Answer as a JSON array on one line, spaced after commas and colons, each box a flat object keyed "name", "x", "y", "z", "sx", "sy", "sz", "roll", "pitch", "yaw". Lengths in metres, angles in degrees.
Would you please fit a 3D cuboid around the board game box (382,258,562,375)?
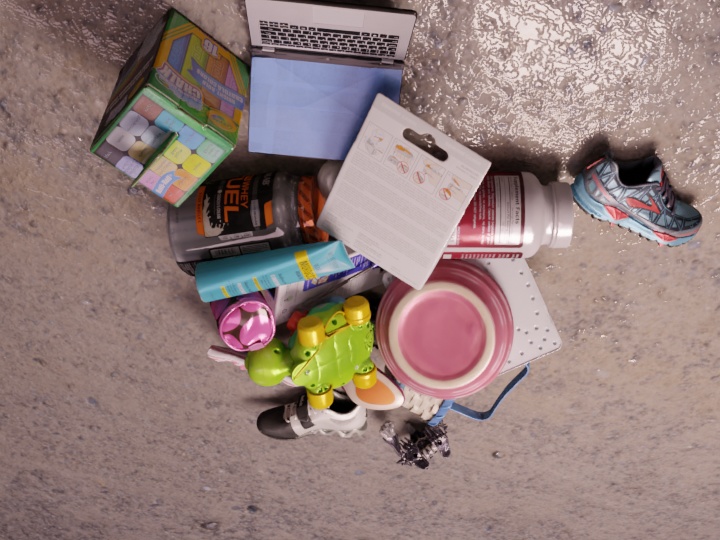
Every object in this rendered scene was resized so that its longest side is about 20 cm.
[{"name": "board game box", "x": 0.159, "y": 0.055, "z": 1.252, "sx": 0.197, "sy": 0.026, "sz": 0.203, "roll": -25, "pitch": 95, "yaw": 14}]

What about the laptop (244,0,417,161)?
[{"name": "laptop", "x": -0.040, "y": -0.212, "z": 1.006, "sx": 0.183, "sy": 0.118, "sz": 0.200, "roll": 4, "pitch": 171, "yaw": -3}]

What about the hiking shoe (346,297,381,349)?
[{"name": "hiking shoe", "x": -0.037, "y": 0.078, "z": 1.347, "sx": 0.197, "sy": 0.077, "sz": 0.101, "roll": 20, "pitch": 131, "yaw": -19}]

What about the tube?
[{"name": "tube", "x": -0.110, "y": -0.003, "z": 1.114, "sx": 0.196, "sy": 0.051, "sz": 0.078, "roll": -11, "pitch": 159, "yaw": 7}]

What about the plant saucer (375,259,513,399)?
[{"name": "plant saucer", "x": 0.115, "y": 0.086, "z": 1.227, "sx": 0.197, "sy": 0.051, "sz": 0.205, "roll": 2, "pitch": 99, "yaw": 11}]

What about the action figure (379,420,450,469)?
[{"name": "action figure", "x": 0.104, "y": 0.293, "z": 1.551, "sx": 0.118, "sy": 0.103, "sz": 0.200, "roll": -29, "pitch": 176, "yaw": -6}]

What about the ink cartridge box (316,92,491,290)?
[{"name": "ink cartridge box", "x": 0.052, "y": -0.097, "z": 1.068, "sx": 0.159, "sy": 0.047, "sz": 0.202, "roll": 32, "pitch": 123, "yaw": 6}]

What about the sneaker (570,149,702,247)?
[{"name": "sneaker", "x": 0.377, "y": -0.097, "z": 1.144, "sx": 0.197, "sy": 0.080, "sz": 0.096, "roll": 14, "pitch": 129, "yaw": -19}]

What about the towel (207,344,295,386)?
[{"name": "towel", "x": -0.147, "y": 0.156, "z": 1.370, "sx": 0.144, "sy": 0.030, "sz": 0.200, "roll": 16, "pitch": 174, "yaw": 10}]

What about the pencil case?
[{"name": "pencil case", "x": -0.174, "y": 0.040, "z": 1.223, "sx": 0.089, "sy": 0.200, "sz": 0.095, "roll": -14, "pitch": 117, "yaw": -13}]

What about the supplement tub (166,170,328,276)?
[{"name": "supplement tub", "x": -0.148, "y": -0.064, "z": 1.168, "sx": 0.196, "sy": 0.124, "sz": 0.124, "roll": -8, "pitch": 136, "yaw": 10}]

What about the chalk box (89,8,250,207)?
[{"name": "chalk box", "x": -0.216, "y": -0.171, "z": 1.000, "sx": 0.123, "sy": 0.202, "sz": 0.124, "roll": 33, "pitch": 129, "yaw": -29}]

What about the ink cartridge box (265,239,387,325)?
[{"name": "ink cartridge box", "x": -0.043, "y": 0.005, "z": 1.257, "sx": 0.197, "sy": 0.039, "sz": 0.100, "roll": -19, "pitch": 144, "yaw": -27}]

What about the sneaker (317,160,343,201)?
[{"name": "sneaker", "x": 0.024, "y": -0.068, "z": 1.160, "sx": 0.075, "sy": 0.089, "sz": 0.200, "roll": -42, "pitch": 117, "yaw": 1}]

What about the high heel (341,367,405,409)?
[{"name": "high heel", "x": -0.016, "y": 0.158, "z": 1.377, "sx": 0.197, "sy": 0.096, "sz": 0.069, "roll": 17, "pitch": 101, "yaw": 12}]

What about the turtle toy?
[{"name": "turtle toy", "x": -0.066, "y": 0.110, "z": 1.235, "sx": 0.197, "sy": 0.101, "sz": 0.148, "roll": -21, "pitch": 123, "yaw": -24}]

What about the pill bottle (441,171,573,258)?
[{"name": "pill bottle", "x": 0.174, "y": -0.072, "z": 1.153, "sx": 0.196, "sy": 0.114, "sz": 0.114, "roll": 0, "pitch": 137, "yaw": 2}]

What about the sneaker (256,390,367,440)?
[{"name": "sneaker", "x": -0.085, "y": 0.243, "z": 1.532, "sx": 0.196, "sy": 0.075, "sz": 0.090, "roll": -4, "pitch": 132, "yaw": -5}]

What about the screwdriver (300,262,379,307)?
[{"name": "screwdriver", "x": 0.000, "y": 0.000, "z": 1.245, "sx": 0.197, "sy": 0.029, "sz": 0.028, "roll": -26, "pitch": 149, "yaw": -5}]

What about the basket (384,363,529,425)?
[{"name": "basket", "x": 0.146, "y": 0.159, "z": 1.374, "sx": 0.197, "sy": 0.140, "sz": 0.177, "roll": 23, "pitch": 135, "yaw": -6}]
